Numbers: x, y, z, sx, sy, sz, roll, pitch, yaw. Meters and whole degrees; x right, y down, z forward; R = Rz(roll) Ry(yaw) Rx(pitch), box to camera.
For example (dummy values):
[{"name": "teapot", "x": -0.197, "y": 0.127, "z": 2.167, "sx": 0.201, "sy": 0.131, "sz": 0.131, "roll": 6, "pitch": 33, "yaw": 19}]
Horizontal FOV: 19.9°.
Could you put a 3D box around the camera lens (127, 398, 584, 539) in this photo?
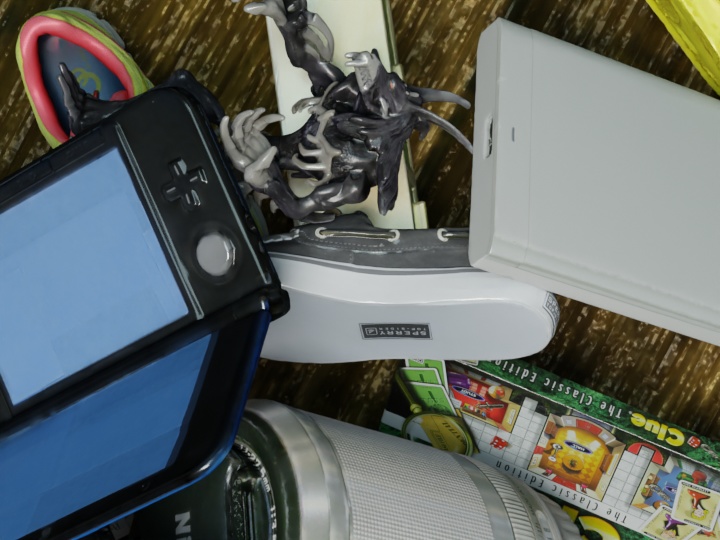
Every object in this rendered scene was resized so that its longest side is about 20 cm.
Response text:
[{"name": "camera lens", "x": -0.004, "y": 0.157, "z": 0.993, "sx": 0.199, "sy": 0.160, "sz": 0.161, "roll": 18, "pitch": 88, "yaw": -34}]

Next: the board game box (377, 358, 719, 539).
[{"name": "board game box", "x": 0.107, "y": 0.101, "z": 1.062, "sx": 0.199, "sy": 0.105, "sz": 0.024, "roll": 22, "pitch": 48, "yaw": 7}]

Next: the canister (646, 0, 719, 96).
[{"name": "canister", "x": 0.233, "y": -0.205, "z": 1.068, "sx": 0.199, "sy": 0.087, "sz": 0.149, "roll": -36, "pitch": 84, "yaw": 1}]

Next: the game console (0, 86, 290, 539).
[{"name": "game console", "x": -0.144, "y": 0.035, "z": 0.926, "sx": 0.199, "sy": 0.118, "sz": 0.172, "roll": -27, "pitch": 85, "yaw": 25}]

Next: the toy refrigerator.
[{"name": "toy refrigerator", "x": -0.004, "y": -0.071, "z": 1.089, "sx": 0.069, "sy": 0.076, "sz": 0.202, "roll": -8, "pitch": 85, "yaw": 5}]

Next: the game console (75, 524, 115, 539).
[{"name": "game console", "x": -0.093, "y": 0.216, "z": 0.910, "sx": 0.115, "sy": 0.176, "sz": 0.202, "roll": 12, "pitch": 99, "yaw": -18}]

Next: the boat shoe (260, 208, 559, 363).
[{"name": "boat shoe", "x": 0.000, "y": 0.000, "z": 1.017, "sx": 0.198, "sy": 0.070, "sz": 0.067, "roll": 0, "pitch": 52, "yaw": 9}]

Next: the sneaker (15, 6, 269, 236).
[{"name": "sneaker", "x": -0.123, "y": -0.058, "z": 1.094, "sx": 0.078, "sy": 0.090, "sz": 0.200, "roll": -40, "pitch": 85, "yaw": 1}]

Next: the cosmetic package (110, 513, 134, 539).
[{"name": "cosmetic package", "x": -0.227, "y": 0.141, "z": 1.102, "sx": 0.199, "sy": 0.051, "sz": 0.083, "roll": -26, "pitch": 106, "yaw": 4}]

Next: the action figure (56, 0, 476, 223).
[{"name": "action figure", "x": -0.048, "y": -0.076, "z": 0.998, "sx": 0.198, "sy": 0.102, "sz": 0.120, "roll": -10, "pitch": 51, "yaw": 6}]

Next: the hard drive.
[{"name": "hard drive", "x": 0.147, "y": -0.036, "z": 1.025, "sx": 0.199, "sy": 0.026, "sz": 0.133, "roll": 17, "pitch": 60, "yaw": -23}]
